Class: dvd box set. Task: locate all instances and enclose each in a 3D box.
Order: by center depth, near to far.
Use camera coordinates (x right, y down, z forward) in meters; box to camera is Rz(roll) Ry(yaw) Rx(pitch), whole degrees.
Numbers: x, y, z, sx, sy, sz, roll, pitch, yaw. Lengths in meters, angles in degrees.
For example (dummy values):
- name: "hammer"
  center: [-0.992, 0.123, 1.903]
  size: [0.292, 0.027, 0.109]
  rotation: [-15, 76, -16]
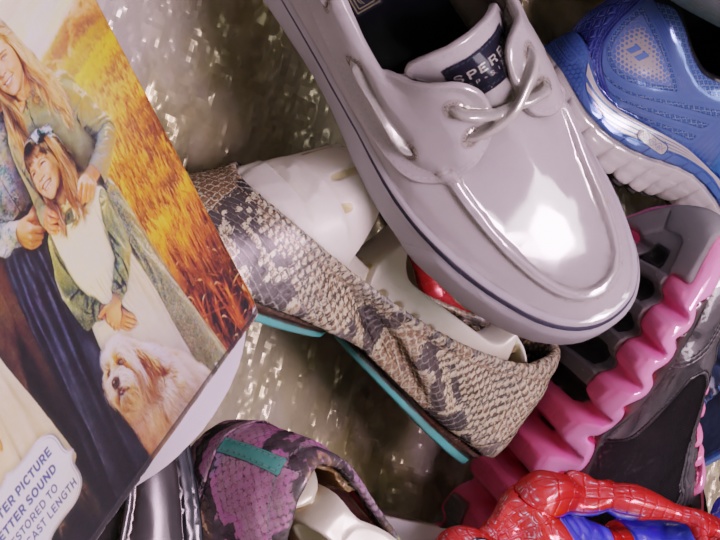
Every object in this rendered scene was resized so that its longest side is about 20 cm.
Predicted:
- name: "dvd box set"
  center: [-0.106, -0.023, 0.583]
  size: [0.146, 0.029, 0.200]
  rotation: [-55, 129, -42]

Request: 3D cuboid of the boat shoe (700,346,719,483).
- name: "boat shoe"
  center: [0.168, 0.039, 1.026]
  size: [0.200, 0.069, 0.084]
  rotation: [-44, 168, -31]

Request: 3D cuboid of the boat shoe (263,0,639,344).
- name: "boat shoe"
  center: [0.030, -0.065, 0.790]
  size: [0.072, 0.066, 0.200]
  rotation: [-31, 91, -19]

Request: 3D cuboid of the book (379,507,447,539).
- name: "book"
  center: [-0.051, 0.176, 0.857]
  size: [0.134, 0.048, 0.200]
  rotation: [15, 87, -43]

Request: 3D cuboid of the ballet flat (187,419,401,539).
- name: "ballet flat"
  center: [0.009, 0.127, 0.824]
  size: [0.069, 0.071, 0.200]
  rotation: [-50, 126, -23]

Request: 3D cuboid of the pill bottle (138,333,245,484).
- name: "pill bottle"
  center: [-0.124, -0.023, 0.683]
  size: [0.200, 0.116, 0.116]
  rotation: [48, 63, -40]

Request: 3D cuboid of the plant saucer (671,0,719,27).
- name: "plant saucer"
  center: [0.138, -0.125, 0.915]
  size: [0.201, 0.201, 0.039]
  rotation: [1, 125, -47]

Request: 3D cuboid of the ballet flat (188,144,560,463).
- name: "ballet flat"
  center: [0.000, 0.000, 0.846]
  size: [0.200, 0.068, 0.075]
  rotation: [33, 100, -40]

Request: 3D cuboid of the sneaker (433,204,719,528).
- name: "sneaker"
  center: [0.102, 0.066, 0.930]
  size: [0.095, 0.079, 0.200]
  rotation: [15, 113, -30]

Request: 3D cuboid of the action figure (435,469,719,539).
- name: "action figure"
  center: [0.104, 0.106, 0.886]
  size: [0.200, 0.052, 0.065]
  rotation: [9, 121, -38]

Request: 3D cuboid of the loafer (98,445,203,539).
- name: "loafer"
  center: [-0.102, 0.128, 0.770]
  size: [0.072, 0.073, 0.200]
  rotation: [13, 86, -43]

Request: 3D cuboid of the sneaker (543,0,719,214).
- name: "sneaker"
  center: [0.159, -0.059, 0.980]
  size: [0.200, 0.079, 0.089]
  rotation: [25, 116, -42]

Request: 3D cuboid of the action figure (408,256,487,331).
- name: "action figure"
  center: [0.043, -0.071, 0.874]
  size: [0.065, 0.099, 0.200]
  rotation: [-40, 122, -37]
